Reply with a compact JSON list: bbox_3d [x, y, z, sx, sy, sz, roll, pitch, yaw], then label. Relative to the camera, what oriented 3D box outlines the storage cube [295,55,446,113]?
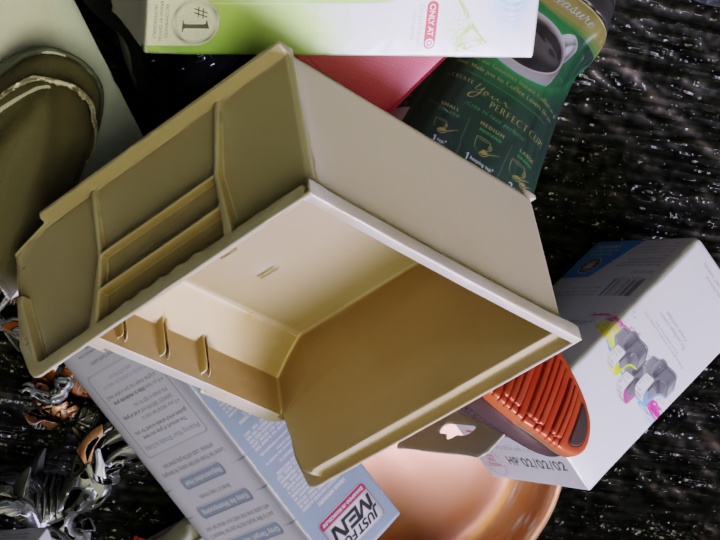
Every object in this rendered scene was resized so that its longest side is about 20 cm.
[{"bbox_3d":[-0.009,-0.214,1.177,0.180,0.171,0.200,-44,116,2],"label":"storage cube"}]

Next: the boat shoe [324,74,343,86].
[{"bbox_3d":[-0.046,-0.046,1.155,0.066,0.200,0.074,30,70,-22],"label":"boat shoe"}]

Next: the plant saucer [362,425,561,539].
[{"bbox_3d":[0.036,0.126,1.404,0.199,0.037,0.202,-6,113,-14],"label":"plant saucer"}]

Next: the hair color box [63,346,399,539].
[{"bbox_3d":[-0.079,0.089,1.228,0.061,0.099,0.200,-42,98,-35],"label":"hair color box"}]

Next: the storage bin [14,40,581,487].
[{"bbox_3d":[-0.036,0.009,1.065,0.198,0.094,0.199,-32,141,30],"label":"storage bin"}]

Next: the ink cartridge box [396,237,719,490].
[{"bbox_3d":[0.130,0.068,1.325,0.200,0.115,0.068,-43,107,-21],"label":"ink cartridge box"}]

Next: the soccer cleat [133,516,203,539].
[{"bbox_3d":[-0.077,0.172,1.356,0.199,0.070,0.077,-33,129,23],"label":"soccer cleat"}]

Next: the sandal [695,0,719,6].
[{"bbox_3d":[0.175,-0.216,1.300,0.199,0.045,0.075,16,112,-28],"label":"sandal"}]

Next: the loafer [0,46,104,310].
[{"bbox_3d":[-0.186,-0.017,1.092,0.075,0.070,0.201,22,105,-25],"label":"loafer"}]

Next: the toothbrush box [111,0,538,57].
[{"bbox_3d":[-0.014,-0.184,1.045,0.199,0.086,0.147,-1,110,-19],"label":"toothbrush box"}]

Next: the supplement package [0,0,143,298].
[{"bbox_3d":[-0.237,-0.088,1.169,0.199,0.147,0.192,-28,118,-5],"label":"supplement package"}]

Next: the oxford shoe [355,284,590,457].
[{"bbox_3d":[0.044,0.043,1.223,0.200,0.071,0.073,40,133,-10],"label":"oxford shoe"}]

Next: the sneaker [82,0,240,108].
[{"bbox_3d":[-0.122,-0.165,1.198,0.071,0.083,0.200,-33,156,-2],"label":"sneaker"}]

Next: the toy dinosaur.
[{"bbox_3d":[-0.152,0.100,1.287,0.136,0.200,0.102,-45,161,1],"label":"toy dinosaur"}]

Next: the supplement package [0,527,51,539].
[{"bbox_3d":[-0.262,0.250,1.269,0.199,0.111,0.157,-7,118,25],"label":"supplement package"}]

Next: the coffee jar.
[{"bbox_3d":[0.072,-0.104,1.248,0.104,0.085,0.201,32,65,-13],"label":"coffee jar"}]
